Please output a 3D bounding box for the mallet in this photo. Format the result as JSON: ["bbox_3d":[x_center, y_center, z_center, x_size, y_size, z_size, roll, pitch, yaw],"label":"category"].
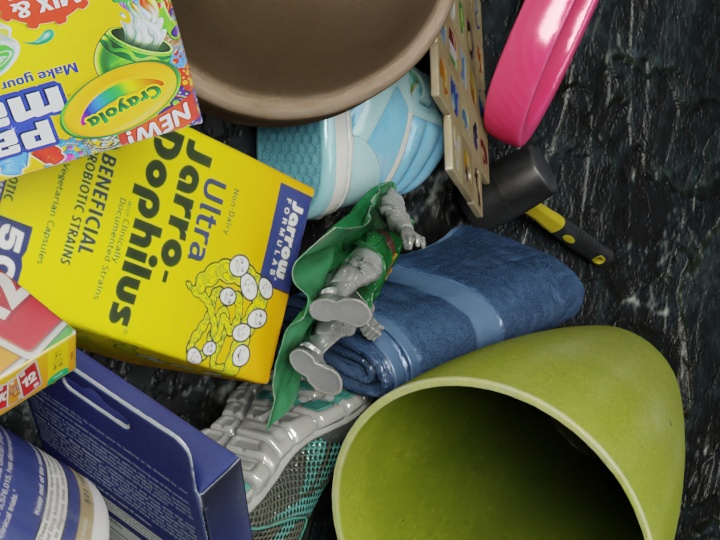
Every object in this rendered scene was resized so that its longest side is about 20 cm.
[{"bbox_3d":[0.147,-0.041,1.069,0.200,0.066,0.041,18,46,-50],"label":"mallet"}]

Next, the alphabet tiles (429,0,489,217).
[{"bbox_3d":[0.062,-0.143,0.932,0.166,0.006,0.201,44,42,-70],"label":"alphabet tiles"}]

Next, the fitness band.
[{"bbox_3d":[0.136,-0.180,0.990,0.144,0.037,0.201,-2,116,-82],"label":"fitness band"}]

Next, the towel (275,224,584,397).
[{"bbox_3d":[0.045,0.022,0.921,0.200,0.111,0.049,-18,119,-45],"label":"towel"}]

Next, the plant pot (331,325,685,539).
[{"bbox_3d":[0.112,0.109,0.850,0.200,0.186,0.188,-36,120,-54],"label":"plant pot"}]

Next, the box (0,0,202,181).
[{"bbox_3d":[-0.181,-0.133,0.529,0.199,0.122,0.193,-17,136,-5],"label":"box"}]

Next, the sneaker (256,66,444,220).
[{"bbox_3d":[0.003,-0.134,0.889,0.130,0.079,0.201,-8,109,-46],"label":"sneaker"}]

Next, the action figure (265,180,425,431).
[{"bbox_3d":[0.000,0.000,0.814,0.200,0.054,0.119,-61,175,-66],"label":"action figure"}]

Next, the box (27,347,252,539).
[{"bbox_3d":[-0.103,0.110,0.704,0.032,0.121,0.201,-42,147,-31],"label":"box"}]

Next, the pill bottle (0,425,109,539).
[{"bbox_3d":[-0.215,0.095,0.630,0.200,0.111,0.111,40,64,-33],"label":"pill bottle"}]

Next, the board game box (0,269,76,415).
[{"bbox_3d":[-0.213,-0.001,0.576,0.095,0.200,0.030,-34,146,-39],"label":"board game box"}]

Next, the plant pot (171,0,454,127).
[{"bbox_3d":[-0.030,-0.177,0.717,0.199,0.175,0.201,0,90,-13],"label":"plant pot"}]

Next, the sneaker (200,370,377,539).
[{"bbox_3d":[-0.053,0.121,0.848,0.200,0.077,0.092,-33,128,-53],"label":"sneaker"}]

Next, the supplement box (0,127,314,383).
[{"bbox_3d":[-0.135,-0.022,0.718,0.200,0.109,0.109,23,77,-47],"label":"supplement box"}]

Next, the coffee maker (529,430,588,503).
[{"bbox_3d":[0.064,0.224,0.971,0.200,0.135,0.192,-37,161,-39],"label":"coffee maker"}]
